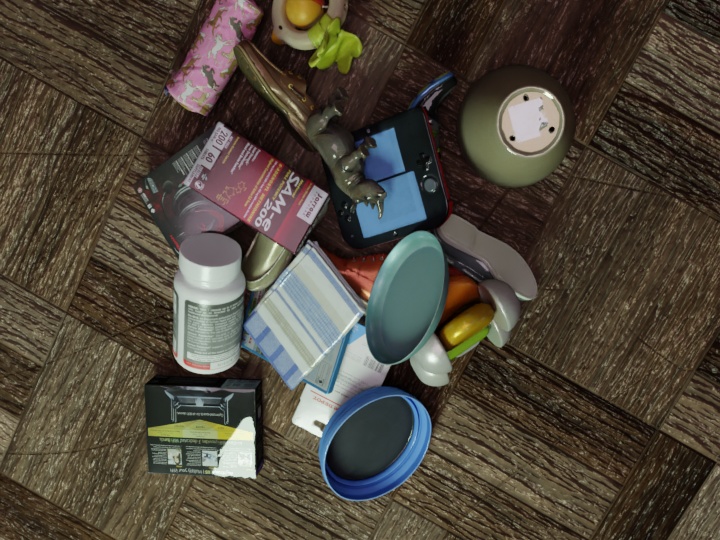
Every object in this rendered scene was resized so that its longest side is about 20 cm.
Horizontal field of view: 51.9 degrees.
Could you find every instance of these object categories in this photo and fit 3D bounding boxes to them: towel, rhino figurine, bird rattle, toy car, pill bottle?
[{"bbox_3d":[-0.091,0.072,1.167,0.147,0.024,0.200,49,115,15],"label":"towel"},{"bbox_3d":[-0.016,-0.167,1.117,0.087,0.059,0.203,-32,85,39],"label":"rhino figurine"},{"bbox_3d":[-0.064,-0.410,1.129,0.160,0.112,0.205,9,97,21],"label":"bird rattle"},{"bbox_3d":[0.139,0.071,1.139,0.173,0.201,0.151,-32,71,-8],"label":"toy car"},{"bbox_3d":[-0.240,0.052,1.175,0.111,0.115,0.203,13,122,4],"label":"pill bottle"}]

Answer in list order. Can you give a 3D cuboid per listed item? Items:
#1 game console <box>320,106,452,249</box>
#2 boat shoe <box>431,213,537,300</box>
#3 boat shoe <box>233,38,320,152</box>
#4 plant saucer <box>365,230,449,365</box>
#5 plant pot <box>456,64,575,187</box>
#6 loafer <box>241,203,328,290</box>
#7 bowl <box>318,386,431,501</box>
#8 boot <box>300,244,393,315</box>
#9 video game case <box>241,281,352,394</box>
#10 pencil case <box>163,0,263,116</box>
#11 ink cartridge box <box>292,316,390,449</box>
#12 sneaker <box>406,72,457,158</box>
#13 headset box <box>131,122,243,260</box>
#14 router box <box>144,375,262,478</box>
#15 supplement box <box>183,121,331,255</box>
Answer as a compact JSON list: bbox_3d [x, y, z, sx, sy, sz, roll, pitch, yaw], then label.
[{"bbox_3d":[0.037,-0.136,1.138,0.197,0.031,0.181,-14,97,32],"label":"game console"},{"bbox_3d":[0.195,-0.014,1.189,0.198,0.073,0.062,35,144,-7],"label":"boat shoe"},{"bbox_3d":[-0.118,-0.281,1.155,0.068,0.072,0.201,-45,113,-8],"label":"boat shoe"},{"bbox_3d":[0.071,0.042,1.085,0.027,0.200,0.203,19,102,-27],"label":"plant saucer"},{"bbox_3d":[0.233,-0.211,1.073,0.183,0.200,0.192,1,99,6],"label":"plant pot"},{"bbox_3d":[-0.135,-0.059,1.191,0.075,0.068,0.201,39,94,36],"label":"loafer"},{"bbox_3d":[0.023,0.279,1.203,0.197,0.039,0.205,-13,119,-23],"label":"bowl"},{"bbox_3d":[0.000,0.000,1.201,0.198,0.075,0.108,34,92,-4],"label":"boot"},{"bbox_3d":[-0.106,0.092,1.204,0.197,0.018,0.146,24,101,28],"label":"video game case"},{"bbox_3d":[-0.229,-0.346,1.161,0.086,0.083,0.202,31,101,-16],"label":"pencil case"},{"bbox_3d":[-0.023,0.178,1.226,0.114,0.068,0.203,25,100,2],"label":"ink cartridge box"},{"bbox_3d":[0.099,-0.214,1.156,0.082,0.071,0.202,27,107,0],"label":"sneaker"},{"bbox_3d":[-0.243,-0.132,1.198,0.198,0.075,0.150,-32,94,9],"label":"headset box"},{"bbox_3d":[-0.268,0.268,1.274,0.195,0.052,0.161,2,99,6],"label":"router box"},{"bbox_3d":[-0.154,-0.122,1.119,0.198,0.061,0.110,32,90,-1],"label":"supplement box"}]
